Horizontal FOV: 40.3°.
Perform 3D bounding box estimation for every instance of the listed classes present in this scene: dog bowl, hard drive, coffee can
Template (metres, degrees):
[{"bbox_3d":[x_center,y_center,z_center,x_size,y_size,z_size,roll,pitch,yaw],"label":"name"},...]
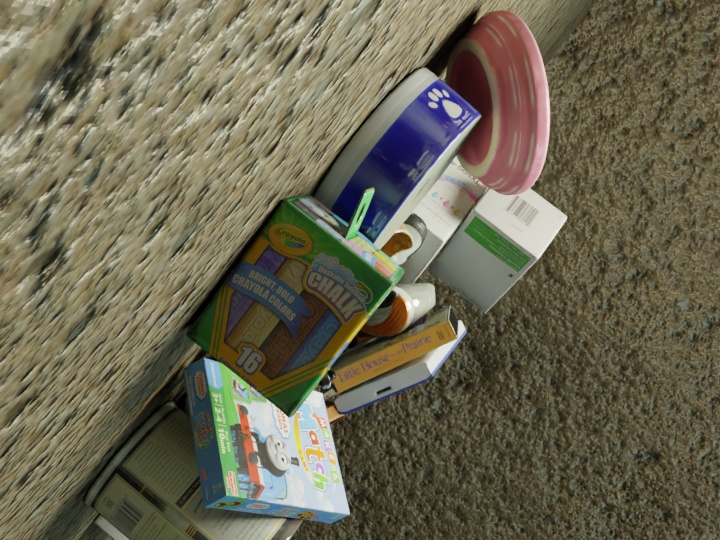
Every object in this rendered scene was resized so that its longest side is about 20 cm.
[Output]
[{"bbox_3d":[0.036,-0.109,1.026,0.200,0.079,0.200,-51,177,-4],"label":"dog bowl"},{"bbox_3d":[0.056,0.123,1.271,0.132,0.025,0.200,-25,-177,21],"label":"hard drive"},{"bbox_3d":[-0.182,0.265,1.093,0.146,0.200,0.146,-50,176,-4],"label":"coffee can"}]

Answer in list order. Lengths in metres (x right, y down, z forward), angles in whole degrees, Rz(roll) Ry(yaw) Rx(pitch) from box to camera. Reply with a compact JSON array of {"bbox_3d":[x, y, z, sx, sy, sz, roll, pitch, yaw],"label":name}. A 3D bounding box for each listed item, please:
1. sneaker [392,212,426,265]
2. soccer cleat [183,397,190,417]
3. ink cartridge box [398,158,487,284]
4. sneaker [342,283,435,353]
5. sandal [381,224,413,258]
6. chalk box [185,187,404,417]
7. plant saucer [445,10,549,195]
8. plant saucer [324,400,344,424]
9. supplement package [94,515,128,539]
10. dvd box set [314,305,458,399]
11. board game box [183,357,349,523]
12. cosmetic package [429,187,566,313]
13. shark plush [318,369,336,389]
[{"bbox_3d":[0.000,0.000,1.215,0.200,0.074,0.080,-34,-154,20],"label":"sneaker"},{"bbox_3d":[-0.190,0.176,1.202,0.069,0.085,0.200,-30,-171,-29],"label":"soccer cleat"},{"bbox_3d":[0.081,-0.096,1.325,0.200,0.128,0.125,-49,176,-41],"label":"ink cartridge box"},{"bbox_3d":[0.019,0.059,1.288,0.092,0.076,0.200,-16,-177,-42],"label":"sneaker"},{"bbox_3d":[0.026,-0.027,1.137,0.078,0.069,0.212,104,-1,-52],"label":"sandal"},{"bbox_3d":[-0.041,0.012,0.909,0.200,0.124,0.124,-51,177,10],"label":"chalk box"},{"bbox_3d":[0.141,-0.180,1.075,0.051,0.201,0.201,-9,162,-16],"label":"plant saucer"},{"bbox_3d":[-0.108,0.217,1.244,0.200,0.032,0.200,-28,171,-5],"label":"plant saucer"},{"bbox_3d":[-0.272,0.342,1.367,0.120,0.121,0.200,-49,176,-15],"label":"supplement package"},{"bbox_3d":[0.028,0.105,1.234,0.200,0.029,0.146,-25,-179,7],"label":"dvd box set"},{"bbox_3d":[-0.099,0.187,1.056,0.037,0.152,0.200,-30,148,25],"label":"board game box"},{"bbox_3d":[0.181,-0.035,1.321,0.085,0.108,0.200,-51,174,-27],"label":"cosmetic package"},{"bbox_3d":[-0.060,0.097,1.137,0.091,0.083,0.200,-61,-163,-15],"label":"shark plush"}]
